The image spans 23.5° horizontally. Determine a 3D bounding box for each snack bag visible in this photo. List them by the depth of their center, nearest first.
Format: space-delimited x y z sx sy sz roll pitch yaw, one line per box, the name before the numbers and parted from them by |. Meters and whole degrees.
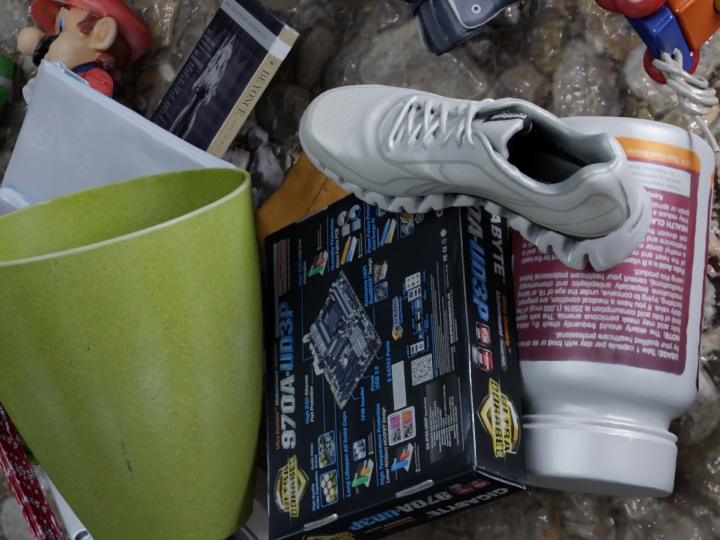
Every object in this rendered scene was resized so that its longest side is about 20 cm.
snack bag | -0.176 -0.015 1.138 0.188 0.021 0.200 31 107 28

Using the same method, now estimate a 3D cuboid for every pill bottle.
pill bottle | 0.136 0.023 0.981 0.114 0.114 0.200 -1 76 33

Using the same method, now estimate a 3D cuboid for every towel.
towel | -0.203 0.164 1.126 0.022 0.145 0.200 -25 84 -12

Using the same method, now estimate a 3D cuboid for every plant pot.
plant pot | -0.132 0.062 1.016 0.187 0.187 0.200 -4 106 32

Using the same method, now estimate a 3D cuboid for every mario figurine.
mario figurine | -0.221 -0.122 1.247 0.123 0.106 0.200 -13 62 32

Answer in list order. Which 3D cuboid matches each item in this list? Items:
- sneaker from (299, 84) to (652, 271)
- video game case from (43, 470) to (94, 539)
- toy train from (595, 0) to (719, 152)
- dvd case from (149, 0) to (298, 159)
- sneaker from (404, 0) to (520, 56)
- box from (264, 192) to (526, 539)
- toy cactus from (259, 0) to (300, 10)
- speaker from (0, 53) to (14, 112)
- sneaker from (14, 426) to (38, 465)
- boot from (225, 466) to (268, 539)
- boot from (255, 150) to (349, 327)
sneaker | 0.057 -0.066 0.919 0.200 0.081 0.075 17 70 21
video game case | -0.130 0.222 1.083 0.018 0.143 0.200 -30 61 4
toy train | 0.207 -0.162 0.999 0.116 0.085 0.200 -32 52 7
dvd case | -0.118 -0.097 1.194 0.200 0.016 0.149 -58 25 8
sneaker | 0.013 -0.205 1.082 0.077 0.202 0.146 165 95 -67
box | 0.014 0.046 0.985 0.159 0.046 0.200 -26 55 38
toy cactus | -0.048 -0.252 1.170 0.200 0.102 0.165 -19 47 30
speaker | -0.338 -0.084 1.333 0.088 0.088 0.200 23 91 35
sneaker | -0.198 0.041 1.216 0.200 0.076 0.105 -43 58 17
boot | -0.080 0.184 1.101 0.090 0.073 0.200 -48 58 6
boot | 0.000 0.000 1.102 0.201 0.071 0.144 37 99 38
